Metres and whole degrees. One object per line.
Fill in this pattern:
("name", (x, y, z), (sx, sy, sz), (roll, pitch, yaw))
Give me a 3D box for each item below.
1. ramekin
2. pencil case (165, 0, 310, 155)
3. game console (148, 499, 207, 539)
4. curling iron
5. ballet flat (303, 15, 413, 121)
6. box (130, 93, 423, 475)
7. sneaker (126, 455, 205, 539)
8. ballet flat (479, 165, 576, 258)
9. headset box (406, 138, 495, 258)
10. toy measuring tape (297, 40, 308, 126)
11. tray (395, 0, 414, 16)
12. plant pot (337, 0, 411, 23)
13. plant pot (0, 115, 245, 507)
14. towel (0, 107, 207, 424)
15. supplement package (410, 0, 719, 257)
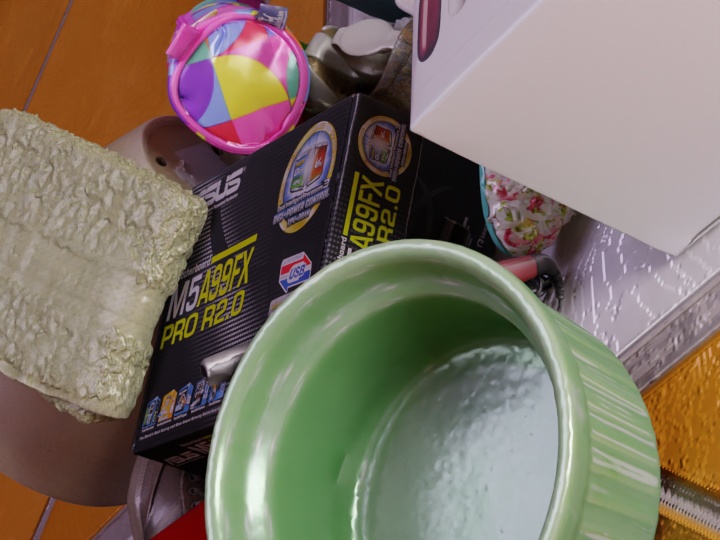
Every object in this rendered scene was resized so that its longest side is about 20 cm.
("ramekin", (0.036, 0.095, 1.071), (0.199, 0.097, 0.201), (-14, 67, 35))
("pencil case", (-0.074, -0.120, 1.419), (0.089, 0.088, 0.200), (-64, 7, 5))
("game console", (-0.062, 0.239, 1.253), (0.172, 0.119, 0.200), (-36, 45, -4))
("curling iron", (0.016, 0.029, 1.154), (0.026, 0.199, 0.050), (28, 124, 54))
("ballet flat", (0.002, -0.120, 1.436), (0.200, 0.070, 0.071), (0, 68, 64))
("box", (-0.046, 0.012, 1.262), (0.200, 0.044, 0.161), (-23, 52, 58))
("sneaker", (-0.089, 0.170, 1.389), (0.075, 0.070, 0.201), (-20, 54, 36))
("ballet flat", (0.100, -0.103, 1.224), (0.064, 0.076, 0.201), (-16, 56, 36))
("headset box", (0.000, 0.000, 1.324), (0.200, 0.075, 0.150), (0, 69, 64))
("toy measuring tape", (-0.084, -0.110, 1.602), (0.200, 0.073, 0.074), (-8, 61, 62))
("tray", (0.117, -0.182, 1.219), (0.200, 0.022, 0.107), (-46, 44, -8))
("plant pot", (0.008, -0.229, 1.441), (0.142, 0.141, 0.200), (-70, 17, -9))
("plant pot", (-0.143, 0.008, 1.473), (0.200, 0.187, 0.188), (-50, 29, 30))
("towel", (-0.173, -0.005, 1.376), (0.199, 0.036, 0.149), (21, 89, 43))
("supplement package", (0.139, -0.124, 1.054), (0.200, 0.155, 0.111), (-42, 34, 41))
